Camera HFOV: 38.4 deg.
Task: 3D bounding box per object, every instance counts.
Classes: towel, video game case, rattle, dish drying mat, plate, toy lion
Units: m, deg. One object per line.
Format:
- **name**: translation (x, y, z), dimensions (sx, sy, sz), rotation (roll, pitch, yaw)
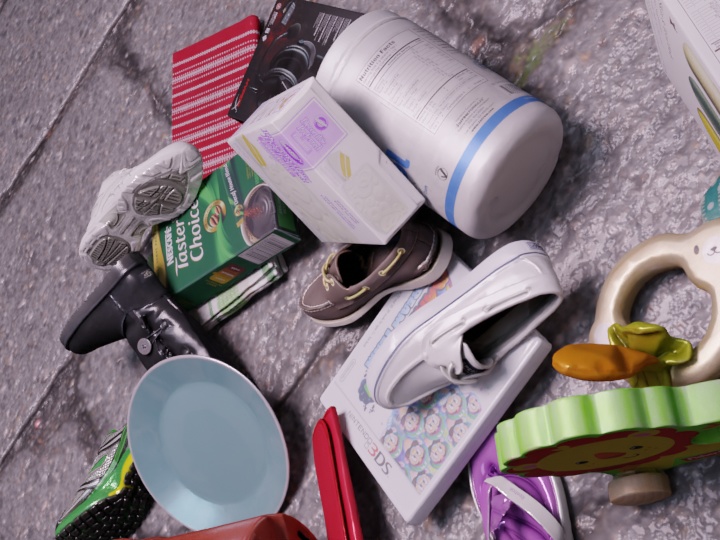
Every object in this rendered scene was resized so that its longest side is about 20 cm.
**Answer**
- **towel**: translation (-0.170, -0.006, 1.190), dimensions (0.200, 0.031, 0.150), rotation (-36, 53, 29)
- **video game case**: translation (0.060, 0.095, 0.941), dimensions (0.201, 0.024, 0.182), rotation (-55, 41, 12)
- **rattle**: translation (0.230, -0.008, 0.774), dimensions (0.201, 0.142, 0.130), rotation (-59, 29, 17)
- **dish drying mat**: translation (-0.020, 0.231, 0.949), dimensions (0.077, 0.018, 0.201), rotation (113, 150, -51)
- **plate**: translation (-0.155, 0.180, 1.067), dimensions (0.199, 0.026, 0.202), rotation (7, 105, 25)
- **toy lion**: translation (0.202, 0.111, 0.716), dimensions (0.199, 0.191, 0.069), rotation (-22, 62, 33)
- **towel**: translation (-0.175, -0.202, 1.260), dimensions (0.144, 0.022, 0.201), rotation (-15, 68, 34)

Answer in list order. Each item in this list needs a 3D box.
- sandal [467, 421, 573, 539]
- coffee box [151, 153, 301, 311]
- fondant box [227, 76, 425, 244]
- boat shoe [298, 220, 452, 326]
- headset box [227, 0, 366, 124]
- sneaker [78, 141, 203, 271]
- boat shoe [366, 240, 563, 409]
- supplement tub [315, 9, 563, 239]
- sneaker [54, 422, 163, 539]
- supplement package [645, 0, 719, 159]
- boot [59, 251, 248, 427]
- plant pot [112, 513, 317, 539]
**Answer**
- **sandal**: translation (0.131, 0.213, 0.838), dimensions (0.082, 0.050, 0.204), rotation (-34, 56, 27)
- **coffee box**: translation (-0.153, -0.047, 1.135), dimensions (0.199, 0.044, 0.124), rotation (-29, 57, 34)
- **fondant box**: translation (-0.039, -0.094, 0.955), dimensions (0.058, 0.144, 0.200), rotation (-47, 14, -12)
- **boat shoe**: translation (0.000, 0.000, 0.995), dimensions (0.199, 0.059, 0.072), rotation (-24, 49, 45)
- **headset box**: translation (-0.032, -0.198, 1.099), dimensions (0.199, 0.077, 0.150), rotation (27, 93, 44)
- **sneaker**: translation (-0.254, -0.092, 1.170), dimensions (0.200, 0.078, 0.100), rotation (-37, 45, 26)
- **boat shoe**: translation (0.083, 0.060, 0.859), dimensions (0.200, 0.073, 0.066), rotation (-47, 40, 23)
- **supplement tub**: translation (0.068, -0.132, 0.926), dimensions (0.200, 0.132, 0.132), rotation (37, 101, 27)
- **sneaker**: translation (-0.274, 0.236, 1.172), dimensions (0.200, 0.078, 0.085), rotation (-47, 44, 7)
- **supplement package**: translation (0.310, -0.146, 0.715), dimensions (0.150, 0.152, 0.201), rotation (-27, 58, 12)
- **boot**: translation (-0.227, 0.104, 1.135), dimensions (0.200, 0.066, 0.165), rotation (47, 126, 5)
- **plant pot**: translation (-0.134, 0.320, 0.942), dimensions (0.194, 0.200, 0.202), rotation (-24, 61, 25)
